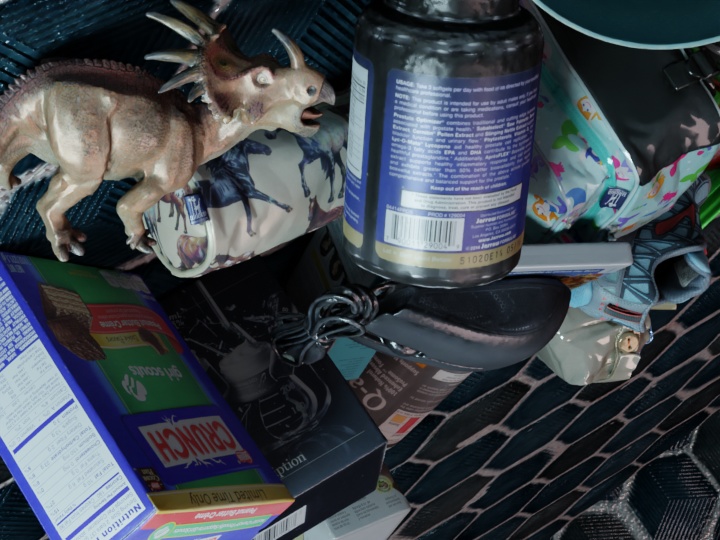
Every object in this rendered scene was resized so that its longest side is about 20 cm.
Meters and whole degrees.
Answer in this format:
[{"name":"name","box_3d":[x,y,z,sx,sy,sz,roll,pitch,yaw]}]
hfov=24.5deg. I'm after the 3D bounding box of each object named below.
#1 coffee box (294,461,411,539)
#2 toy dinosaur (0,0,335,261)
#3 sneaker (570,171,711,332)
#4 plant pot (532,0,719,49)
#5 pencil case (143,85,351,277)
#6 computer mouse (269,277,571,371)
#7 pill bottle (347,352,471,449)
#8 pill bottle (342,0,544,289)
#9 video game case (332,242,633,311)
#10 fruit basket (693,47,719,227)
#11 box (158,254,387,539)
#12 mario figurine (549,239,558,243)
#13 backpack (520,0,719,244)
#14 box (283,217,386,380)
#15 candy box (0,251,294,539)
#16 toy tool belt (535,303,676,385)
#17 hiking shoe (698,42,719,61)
[{"name":"coffee box","box_3d":[-0.057,0.144,1.330,0.080,0.200,0.113,-17,155,-34]},{"name":"toy dinosaur","box_3d":[-0.128,-0.084,0.879,0.200,0.086,0.136,-4,136,-28]},{"name":"sneaker","box_3d":[0.225,-0.012,1.252,0.200,0.095,0.079,-40,152,-41]},{"name":"plant pot","box_3d":[0.159,-0.232,0.880,0.200,0.200,0.135,-42,-166,19]},{"name":"pencil case","box_3d":[-0.041,-0.068,1.049,0.200,0.078,0.090,-24,131,-29]},{"name":"computer mouse","box_3d":[0.049,0.042,1.090,0.200,0.053,0.138,-4,167,-22]},{"name":"pill bottle","box_3d":[0.016,0.087,1.444,0.200,0.116,0.116,-47,158,28]},{"name":"pill bottle","box_3d":[0.049,-0.099,0.976,0.112,0.112,0.200,-18,122,-40]},{"name":"video game case","box_3d":[0.074,0.015,1.152,0.143,0.018,0.200,-1,167,-28]},{"name":"fruit basket","box_3d":[0.231,-0.091,1.370,0.216,0.156,0.216,-45,175,-5]},{"name":"box","box_3d":[-0.114,0.119,1.207,0.200,0.182,0.104,-30,159,-17]},{"name":"mario figurine","box_3d":[0.130,-0.043,1.281,0.106,0.124,0.200,-7,150,35]},{"name":"backpack","box_3d":[0.144,-0.102,1.129,0.150,0.178,0.200,-29,167,-8]},{"name":"box","box_3d":[0.000,0.000,1.255,0.049,0.082,0.200,-5,148,-28]},{"name":"candy box","box_3d":[-0.156,0.091,1.045,0.077,0.200,0.169,-41,160,16]},{"name":"toy tool belt","box_3d":[0.206,0.029,1.512,0.123,0.125,0.200,-27,-163,-5]},{"name":"hiking shoe","box_3d":[0.358,-0.229,1.334,0.200,0.074,0.087,-25,159,-26]}]
